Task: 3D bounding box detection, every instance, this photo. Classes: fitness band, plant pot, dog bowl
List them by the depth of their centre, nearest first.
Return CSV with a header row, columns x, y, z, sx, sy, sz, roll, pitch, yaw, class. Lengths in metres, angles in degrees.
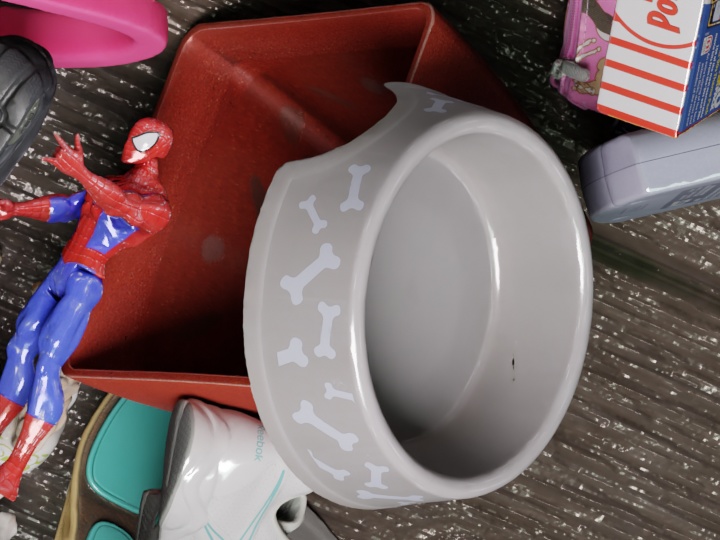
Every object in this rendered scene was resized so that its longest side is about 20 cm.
x,y,z,sx,sy,sz,roll,pitch,yaw,class
0.034,0.014,1.322,0.058,0.200,0.201,4,130,42,dog bowl
-0.180,-0.130,1.374,0.143,0.038,0.199,-8,168,38,fitness band
0.000,0.000,1.457,0.176,0.201,0.199,32,160,-36,plant pot

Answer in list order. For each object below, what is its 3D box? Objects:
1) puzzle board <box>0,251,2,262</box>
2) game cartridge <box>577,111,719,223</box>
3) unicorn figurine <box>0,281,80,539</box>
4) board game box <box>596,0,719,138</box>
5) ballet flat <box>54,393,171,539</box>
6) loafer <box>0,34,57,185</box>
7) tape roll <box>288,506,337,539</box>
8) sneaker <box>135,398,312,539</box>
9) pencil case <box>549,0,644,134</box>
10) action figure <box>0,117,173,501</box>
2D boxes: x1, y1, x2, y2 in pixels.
x,y,z,sx,sy,sz,roll,pitch,yaw,class
-0.301,0.046,1.600,0.150,0.017,0.201,18,119,-13,puzzle board
0.177,-0.056,1.458,0.132,0.200,0.041,-17,87,-1,game cartridge
-0.192,0.092,1.557,0.073,0.138,0.200,16,155,-4,unicorn figurine
0.187,-0.163,1.384,0.046,0.200,0.153,20,115,24,board game box
-0.145,0.140,1.574,0.068,0.201,0.063,36,140,-23,ballet flat
-0.217,-0.033,1.396,0.068,0.070,0.201,44,105,2,loafer
-0.038,0.224,1.606,0.070,0.203,0.203,-29,117,15,tape roll
-0.072,0.132,1.461,0.080,0.071,0.201,8,151,-12,sneaker
0.147,-0.171,1.451,0.082,0.086,0.201,19,122,22,pencil case
-0.163,0.002,1.422,0.099,0.065,0.201,34,84,-37,action figure
